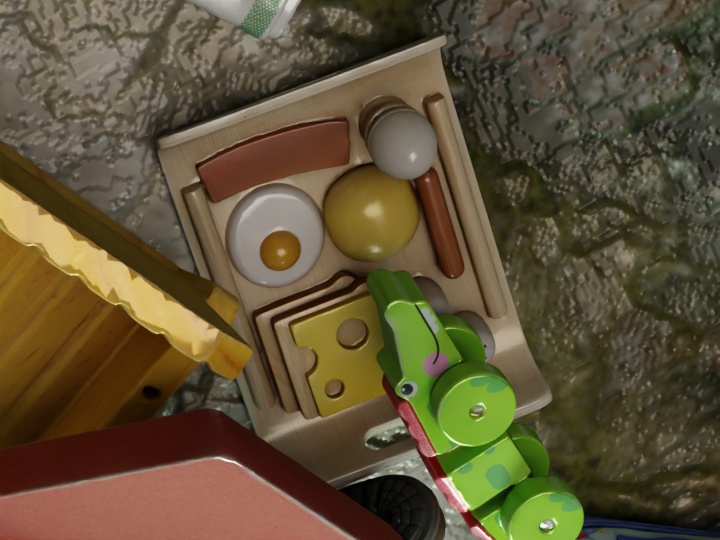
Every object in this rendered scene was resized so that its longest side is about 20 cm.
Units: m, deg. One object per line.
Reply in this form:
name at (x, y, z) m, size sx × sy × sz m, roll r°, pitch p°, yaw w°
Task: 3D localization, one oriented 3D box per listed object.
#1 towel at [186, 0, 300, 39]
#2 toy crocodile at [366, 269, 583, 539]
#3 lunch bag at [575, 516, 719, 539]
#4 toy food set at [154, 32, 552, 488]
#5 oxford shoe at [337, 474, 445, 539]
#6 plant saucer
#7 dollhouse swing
towel at (-0.086, -0.205, 1.189) m, size 0.199 × 0.031 × 0.150 m, roll 26°, pitch 100°, yaw -22°
toy crocodile at (0.052, 0.082, 1.267) m, size 0.062 × 0.068 × 0.200 m, roll -31°, pitch 123°, yaw 0°
lunch bag at (0.165, 0.210, 1.384) m, size 0.199 × 0.082 × 0.161 m, roll 6°, pitch 109°, yaw -18°
toy food set at (0.000, 0.000, 1.272) m, size 0.143 × 0.060 × 0.201 m, roll -21°, pitch 113°, yaw -7°
oxford shoe at (-0.018, 0.172, 1.319) m, size 0.084 × 0.073 × 0.200 m, roll 20°, pitch 126°, yaw -37°
plant saucer at (-0.091, 0.117, 1.204) m, size 0.199 × 0.037 × 0.200 m, roll -12°, pitch 151°, yaw 27°
dollhouse swing at (-0.168, 0.023, 1.156) m, size 0.200 × 0.176 × 0.182 m, roll 36°, pitch 105°, yaw -22°
